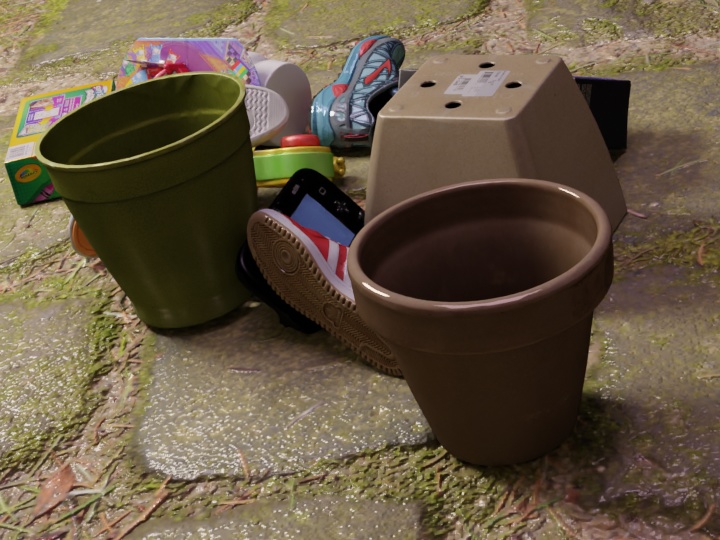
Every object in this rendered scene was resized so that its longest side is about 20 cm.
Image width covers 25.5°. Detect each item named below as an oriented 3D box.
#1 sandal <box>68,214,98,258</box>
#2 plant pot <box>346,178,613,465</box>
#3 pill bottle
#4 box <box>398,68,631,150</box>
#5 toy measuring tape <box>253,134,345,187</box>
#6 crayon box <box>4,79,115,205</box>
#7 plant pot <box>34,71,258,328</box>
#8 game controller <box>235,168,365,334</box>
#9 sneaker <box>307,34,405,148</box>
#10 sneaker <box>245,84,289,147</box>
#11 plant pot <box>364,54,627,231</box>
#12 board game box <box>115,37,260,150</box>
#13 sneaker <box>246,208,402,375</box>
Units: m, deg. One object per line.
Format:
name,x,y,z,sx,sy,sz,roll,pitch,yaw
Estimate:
sandal,-0.198,-0.064,1.636,0.206,0.079,0.059,-18,27,-14
plant pot,0.103,0.048,1.217,0.200,0.175,0.200,-10,28,5
pill bottle,-0.162,-0.198,1.828,0.200,0.114,0.114,9,35,33
box,0.157,-0.166,1.633,0.200,0.079,0.141,7,6,32
toy measuring tape,-0.091,-0.107,1.642,0.200,0.074,0.074,-2,18,-38
crayon box,-0.346,-0.155,1.877,0.119,0.058,0.200,-11,28,1
plant pot,-0.178,-0.057,1.490,0.200,0.193,0.200,-12,27,6
game controller,-0.049,-0.022,1.490,0.042,0.104,0.200,-34,15,33
sneaker,0.019,-0.196,1.811,0.095,0.079,0.200,12,44,21
sneaker,-0.171,-0.134,1.709,0.200,0.118,0.074,-19,74,-4
plant pot,0.114,-0.093,1.466,0.200,0.177,0.200,3,32,28
board game box,-0.202,-0.178,1.758,0.200,0.158,0.039,5,8,28
sneaker,0.000,0.000,1.402,0.200,0.071,0.112,40,48,16
